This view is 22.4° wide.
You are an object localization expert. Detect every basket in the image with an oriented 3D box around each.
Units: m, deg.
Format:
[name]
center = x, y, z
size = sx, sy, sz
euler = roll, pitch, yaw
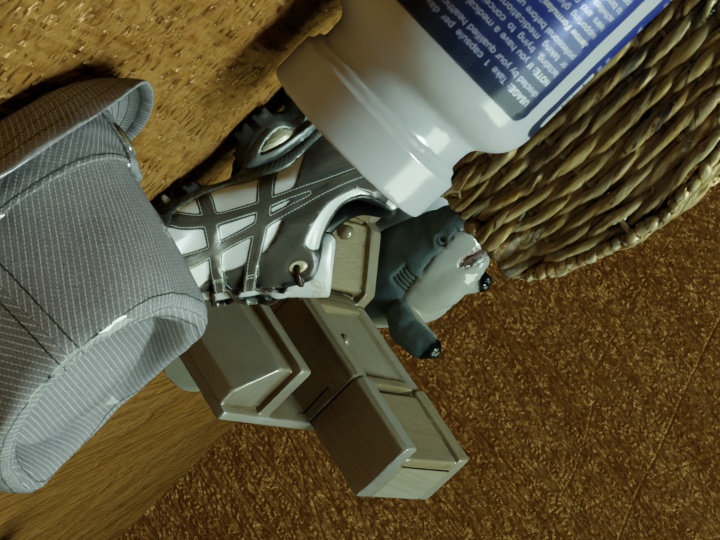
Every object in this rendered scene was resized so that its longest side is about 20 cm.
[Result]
[basket]
center = 0.147, -0.098, 1.011
size = 0.200, 0.143, 0.149
euler = -42, 176, 27

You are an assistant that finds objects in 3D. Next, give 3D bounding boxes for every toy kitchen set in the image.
[toy kitchen set]
center = 0.000, 0.000, 1.052
size = 0.180, 0.200, 0.163
euler = -45, 151, 20

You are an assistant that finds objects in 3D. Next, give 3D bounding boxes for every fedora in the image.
[fedora]
center = -0.118, 0.018, 0.660
size = 0.177, 0.090, 0.200
euler = -43, 176, -15

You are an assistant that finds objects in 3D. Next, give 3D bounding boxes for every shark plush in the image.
[shark plush]
center = 0.002, -0.013, 1.193
size = 0.199, 0.084, 0.091
euler = 12, -140, 42

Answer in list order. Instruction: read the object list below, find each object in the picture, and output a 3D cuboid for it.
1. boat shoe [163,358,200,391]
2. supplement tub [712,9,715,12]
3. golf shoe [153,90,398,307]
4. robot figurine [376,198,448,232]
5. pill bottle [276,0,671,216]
[boat shoe]
center = -0.062, 0.008, 1.303
size = 0.201, 0.070, 0.071
euler = -48, 170, 12
[supplement tub]
center = 0.241, -0.241, 1.414
size = 0.122, 0.123, 0.200
euler = -40, 174, -45
[golf shoe]
center = -0.064, -0.008, 0.948
size = 0.200, 0.095, 0.078
euler = -42, 177, -7
[robot figurine]
center = 0.066, -0.093, 1.235
size = 0.200, 0.113, 0.170
euler = -42, 147, -28
[pill bottle]
center = 0.063, -0.126, 0.820
size = 0.200, 0.116, 0.116
euler = -44, 176, 7
